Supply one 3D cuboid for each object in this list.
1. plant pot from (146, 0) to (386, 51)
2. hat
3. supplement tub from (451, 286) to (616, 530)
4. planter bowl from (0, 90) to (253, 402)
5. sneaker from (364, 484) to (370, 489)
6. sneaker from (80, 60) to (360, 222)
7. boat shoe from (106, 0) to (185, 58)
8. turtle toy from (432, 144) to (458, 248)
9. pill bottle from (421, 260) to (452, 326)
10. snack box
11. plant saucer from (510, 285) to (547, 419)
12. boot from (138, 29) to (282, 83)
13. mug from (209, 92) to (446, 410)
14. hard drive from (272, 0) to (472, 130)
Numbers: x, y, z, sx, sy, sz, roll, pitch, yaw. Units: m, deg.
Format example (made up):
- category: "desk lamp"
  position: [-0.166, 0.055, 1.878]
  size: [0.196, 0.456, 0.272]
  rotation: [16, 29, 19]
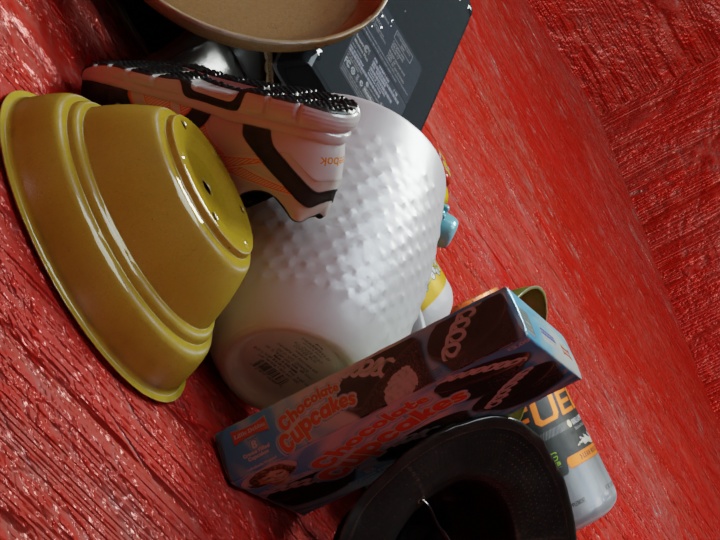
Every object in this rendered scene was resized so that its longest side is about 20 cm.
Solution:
- category: "plant pot"
  position: [-0.077, -0.210, 1.605]
  size: [0.027, 0.200, 0.200]
  rotation: [112, -29, -43]
- category: "hat"
  position: [0.038, 0.179, 1.509]
  size: [0.081, 0.201, 0.201]
  rotation: [15, -34, 52]
- category: "supplement tub"
  position: [0.110, 0.122, 1.927]
  size: [0.200, 0.122, 0.123]
  rotation: [63, 12, 2]
- category: "planter bowl"
  position: [-0.118, -0.032, 1.387]
  size: [0.200, 0.083, 0.200]
  rotation: [58, 14, -23]
- category: "sneaker"
  position: [0.031, 0.101, 1.689]
  size: [0.200, 0.099, 0.078]
  rotation: [48, 19, -50]
- category: "sneaker"
  position: [-0.094, -0.081, 1.467]
  size: [0.074, 0.200, 0.080]
  rotation: [-11, 113, -52]
- category: "boat shoe"
  position: [-0.148, -0.211, 1.670]
  size: [0.202, 0.072, 0.060]
  rotation: [62, 7, -25]
- category: "turtle toy"
  position: [0.017, -0.078, 1.999]
  size: [0.200, 0.101, 0.146]
  rotation: [48, 19, -55]
- category: "pill bottle"
  position: [0.000, 0.000, 1.766]
  size: [0.200, 0.104, 0.104]
  rotation: [60, 13, -17]
- category: "snack box"
  position: [0.024, 0.082, 1.459]
  size: [0.116, 0.200, 0.037]
  rotation: [36, 30, -64]
- category: "plant saucer"
  position: [0.073, 0.099, 1.660]
  size: [0.031, 0.200, 0.200]
  rotation: [21, 0, 17]
- category: "boot"
  position: [-0.103, -0.074, 1.625]
  size: [0.138, 0.077, 0.200]
  rotation: [-42, 125, -51]
- category: "mug"
  position: [-0.016, 0.017, 1.543]
  size: [0.200, 0.148, 0.175]
  rotation: [51, 35, -35]
- category: "hard drive"
  position: [0.014, -0.166, 1.710]
  size: [0.140, 0.033, 0.200]
  rotation: [57, 42, -36]
